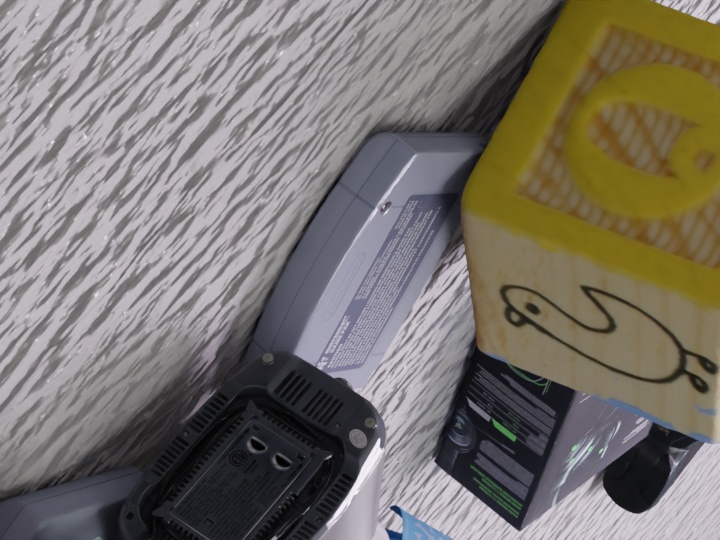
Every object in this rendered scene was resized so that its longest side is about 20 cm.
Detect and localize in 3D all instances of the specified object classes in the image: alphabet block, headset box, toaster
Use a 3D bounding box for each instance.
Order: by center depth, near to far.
[{"bbox_3d":[-0.067,0.157,1.607,0.200,0.113,0.129,-50,157,-26],"label":"toaster"},{"bbox_3d":[0.191,-0.036,1.745,0.197,0.195,0.200,-62,161,-23],"label":"alphabet block"},{"bbox_3d":[0.161,0.078,2.020,0.174,0.093,0.201,-32,150,-41],"label":"headset box"}]

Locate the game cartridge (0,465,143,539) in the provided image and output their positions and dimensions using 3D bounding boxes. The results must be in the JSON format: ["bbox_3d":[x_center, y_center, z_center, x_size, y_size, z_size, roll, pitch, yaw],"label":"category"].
[{"bbox_3d":[-0.208,0.210,1.590,0.133,0.040,0.201,-16,137,-60],"label":"game cartridge"}]

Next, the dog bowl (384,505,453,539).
[{"bbox_3d":[0.017,0.232,1.898,0.200,0.049,0.112,148,-41,-71],"label":"dog bowl"}]

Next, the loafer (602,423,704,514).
[{"bbox_3d":[0.286,0.124,2.365,0.200,0.073,0.072,-55,168,30],"label":"loafer"}]

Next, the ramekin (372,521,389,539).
[{"bbox_3d":[-0.081,0.218,1.765,0.202,0.094,0.203,-42,155,-24],"label":"ramekin"}]

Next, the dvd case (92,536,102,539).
[{"bbox_3d":[-0.175,0.239,1.522,0.146,0.022,0.200,-30,145,-4],"label":"dvd case"}]

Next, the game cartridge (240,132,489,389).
[{"bbox_3d":[0.000,0.000,1.681,0.201,0.041,0.133,-61,159,18],"label":"game cartridge"}]
